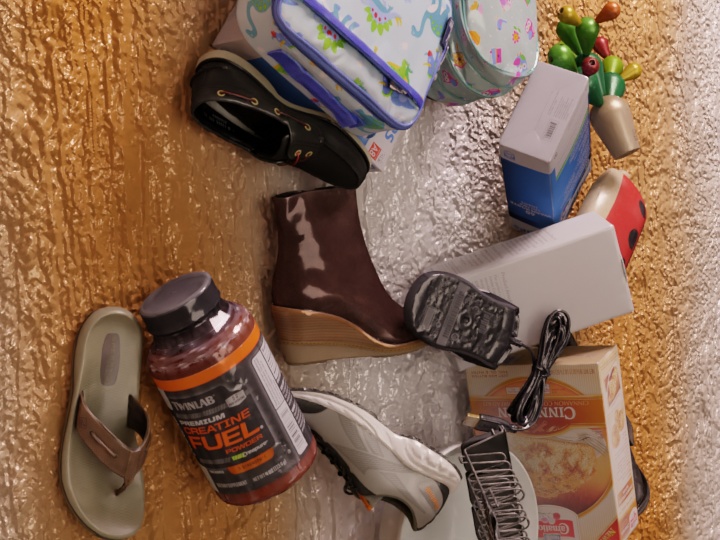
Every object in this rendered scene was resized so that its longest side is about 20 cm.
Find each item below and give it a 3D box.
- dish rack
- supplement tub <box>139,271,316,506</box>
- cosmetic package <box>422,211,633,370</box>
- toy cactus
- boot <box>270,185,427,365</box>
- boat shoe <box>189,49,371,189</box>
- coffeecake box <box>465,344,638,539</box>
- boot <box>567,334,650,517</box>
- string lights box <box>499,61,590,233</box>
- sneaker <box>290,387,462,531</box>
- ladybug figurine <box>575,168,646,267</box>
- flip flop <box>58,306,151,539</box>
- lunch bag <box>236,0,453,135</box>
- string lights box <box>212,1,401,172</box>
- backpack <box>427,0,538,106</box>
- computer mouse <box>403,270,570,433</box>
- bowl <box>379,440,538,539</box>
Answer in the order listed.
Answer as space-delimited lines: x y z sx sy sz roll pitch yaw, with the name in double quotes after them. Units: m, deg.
0.135 0.251 1.292 0.054 0.200 0.155 -12 103 -1 "dish rack"
-0.123 0.103 1.224 0.107 0.106 0.201 -40 115 -32 "supplement tub"
0.174 0.020 1.433 0.198 0.074 0.103 -18 107 -5 "cosmetic package"
0.267 -0.206 1.502 0.166 0.102 0.200 67 17 7 "toy cactus"
0.000 0.000 1.345 0.198 0.072 0.168 -6 98 -36 "boot"
-0.074 -0.124 1.269 0.200 0.073 0.064 31 50 -31 "boat shoe"
0.206 0.187 1.468 0.073 0.152 0.202 -26 110 -60 "coffeecake box"
0.253 0.169 1.539 0.175 0.069 0.201 55 20 -31 "boot"
0.199 -0.119 1.449 0.103 0.058 0.200 -63 161 -17 "string lights box"
-0.003 0.175 1.302 0.199 0.074 0.080 30 75 2 "sneaker"
0.267 -0.021 1.539 0.136 0.071 0.202 61 53 -74 "ladybug figurine"
-0.211 0.133 1.181 0.081 0.057 0.203 4 89 -40 "flip flop"
-0.010 -0.227 1.244 0.200 0.082 0.162 38 63 -34 "lunch bag"
-0.038 -0.193 1.313 0.200 0.059 0.103 42 63 -34 "string lights box"
0.103 -0.269 1.379 0.165 0.126 0.203 1 82 -36 "backpack"
0.110 0.084 1.371 0.198 0.046 0.142 17 90 -28 "computer mouse"
0.087 0.270 1.420 0.200 0.090 0.204 -3 94 -40 "bowl"
